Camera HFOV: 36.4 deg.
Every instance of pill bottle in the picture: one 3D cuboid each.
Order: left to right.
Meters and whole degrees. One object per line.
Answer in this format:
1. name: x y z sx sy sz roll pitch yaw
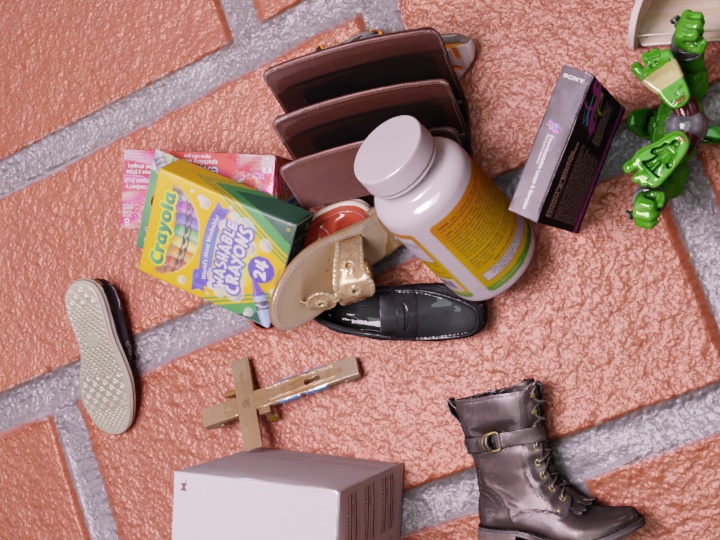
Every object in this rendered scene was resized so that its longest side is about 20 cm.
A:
1. pill bottle: 0.084 -0.065 1.119 0.110 0.200 0.112 -26 42 27

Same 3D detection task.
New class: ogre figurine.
1. ogre figurine: 0.311 -0.142 1.089 0.097 0.120 0.202 -7 85 24

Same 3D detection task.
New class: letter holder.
1. letter holder: 0.006 -0.163 1.168 0.198 0.142 0.101 -11 56 15

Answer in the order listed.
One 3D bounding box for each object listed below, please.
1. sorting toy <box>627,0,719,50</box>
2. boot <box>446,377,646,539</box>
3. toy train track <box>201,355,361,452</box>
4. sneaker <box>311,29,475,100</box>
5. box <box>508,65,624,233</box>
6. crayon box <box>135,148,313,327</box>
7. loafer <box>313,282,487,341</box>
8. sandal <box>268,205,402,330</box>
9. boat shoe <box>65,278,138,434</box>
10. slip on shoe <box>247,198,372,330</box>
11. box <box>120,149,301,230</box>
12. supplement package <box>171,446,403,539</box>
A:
1. sorting toy: 0.350 -0.283 1.043 0.198 0.180 0.108 0 90 20
2. boot: 0.192 0.202 1.155 0.198 0.069 0.176 -7 87 22
3. toy train track: -0.090 0.147 1.280 0.198 0.033 0.116 -20 59 13
4. sneaker: 0.029 -0.236 1.223 0.198 0.078 0.078 -10 62 12
5. box: 0.208 -0.114 1.083 0.036 0.200 0.144 22 97 19
6. crayon box: -0.163 -0.036 1.197 0.199 0.052 0.127 23 115 13
7. loafer: 0.040 0.050 1.209 0.199 0.070 0.069 3 106 21
8. sandal: -0.002 -0.005 1.171 0.211 0.078 0.069 -39 38 -25
9. boat shoe: -0.313 0.103 1.351 0.074 0.062 0.202 -7 102 15
10. slip on shoe: -0.058 -0.003 1.242 0.200 0.061 0.074 -41 118 15
11. box: -0.170 -0.087 1.278 0.198 0.100 0.097 4 91 20
12. supplement package: -0.075 0.283 1.184 0.189 0.200 0.149 2 90 21
